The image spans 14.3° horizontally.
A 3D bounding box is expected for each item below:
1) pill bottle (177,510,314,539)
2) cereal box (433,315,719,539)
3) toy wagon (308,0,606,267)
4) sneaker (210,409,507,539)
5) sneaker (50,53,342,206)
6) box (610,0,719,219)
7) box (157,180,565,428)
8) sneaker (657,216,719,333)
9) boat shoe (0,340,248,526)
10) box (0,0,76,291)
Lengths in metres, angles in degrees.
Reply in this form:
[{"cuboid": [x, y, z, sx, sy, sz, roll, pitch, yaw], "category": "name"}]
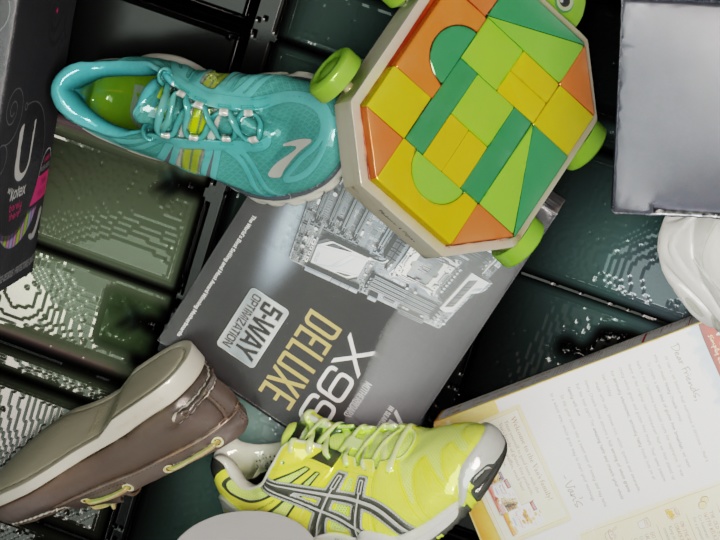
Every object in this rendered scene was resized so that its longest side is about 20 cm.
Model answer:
[{"cuboid": [-0.060, 0.243, 1.640, 0.112, 0.112, 0.201, 3, 121, 10], "category": "pill bottle"}, {"cuboid": [0.160, 0.116, 1.672, 0.199, 0.040, 0.145, -21, 95, 14], "category": "cereal box"}, {"cuboid": [0.069, -0.106, 1.587, 0.155, 0.040, 0.200, 41, 72, -19], "category": "toy wagon"}, {"cuboid": [-0.007, 0.118, 1.626, 0.199, 0.076, 0.077, -19, 116, 35], "category": "sneaker"}, {"cuboid": [-0.089, -0.083, 1.622, 0.199, 0.080, 0.078, 10, 90, 33], "category": "sneaker"}, {"cuboid": [0.240, -0.097, 1.529, 0.196, 0.200, 0.118, 3, 103, 10], "category": "box"}, {"cuboid": [0.000, 0.000, 1.673, 0.157, 0.050, 0.200, 34, 106, 2], "category": "box"}, {"cuboid": [0.249, 0.038, 1.583, 0.200, 0.099, 0.078, 48, 68, -13], "category": "sneaker"}, {"cuboid": [-0.149, 0.110, 1.704, 0.200, 0.072, 0.060, -33, 111, 35], "category": "boat shoe"}, {"cuboid": [-0.239, -0.094, 1.662, 0.105, 0.122, 0.201, 13, 105, 8], "category": "box"}]
